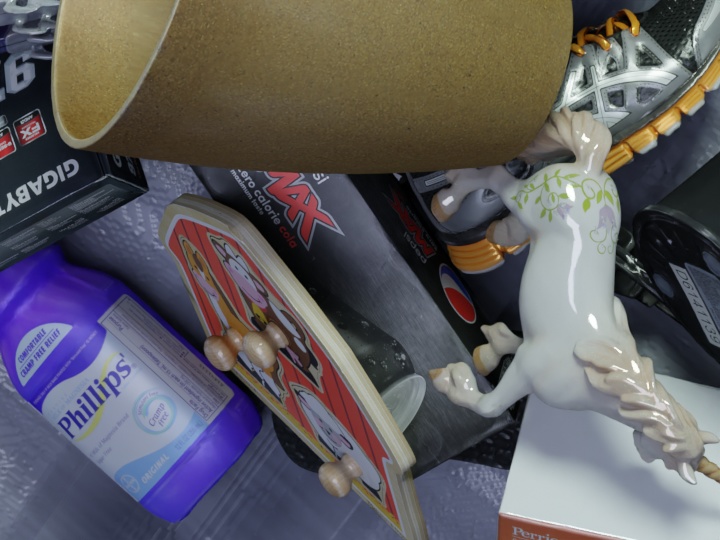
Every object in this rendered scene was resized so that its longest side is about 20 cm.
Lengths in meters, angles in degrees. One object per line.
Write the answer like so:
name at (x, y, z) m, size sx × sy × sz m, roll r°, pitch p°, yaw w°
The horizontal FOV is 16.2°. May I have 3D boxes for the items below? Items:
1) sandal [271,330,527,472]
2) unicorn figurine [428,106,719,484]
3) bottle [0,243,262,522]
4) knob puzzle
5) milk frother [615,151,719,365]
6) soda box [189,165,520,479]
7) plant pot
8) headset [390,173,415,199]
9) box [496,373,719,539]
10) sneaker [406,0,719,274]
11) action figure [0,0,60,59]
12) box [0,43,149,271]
sandal at (0.047, 0.066, 1.343) m, size 0.199 × 0.048 × 0.076 m, roll -4°, pitch 108°, yaw 28°
unicorn figurine at (0.096, 0.022, 1.162) m, size 0.137 × 0.074 × 0.202 m, roll -3°, pitch 102°, yaw 48°
bottle at (-0.148, 0.044, 1.367) m, size 0.200 × 0.065 × 0.084 m, roll 43°, pitch 116°, yaw -2°
knob puzzle at (-0.046, 0.041, 1.253) m, size 0.030 × 0.220 × 0.220 m, roll -38°, pitch 97°, yaw -15°
milk frother at (0.215, -0.041, 1.226) m, size 0.188 × 0.200 × 0.181 m, roll -40°, pitch 138°, yaw -14°
soda box at (0.000, 0.000, 1.249) m, size 0.070 × 0.063 × 0.201 m, roll -30°, pitch 104°, yaw 18°
plant pot at (-0.012, -0.117, 1.122) m, size 0.199 × 0.187 × 0.187 m, roll 16°, pitch 113°, yaw -22°
headset at (-0.018, -0.072, 1.308) m, size 0.123 × 0.094 × 0.201 m, roll 24°, pitch 97°, yaw -2°
box at (0.135, 0.148, 1.265) m, size 0.123 × 0.098 × 0.201 m, roll 11°, pitch 143°, yaw 10°
sneaker at (0.106, -0.086, 1.239) m, size 0.200 × 0.078 × 0.077 m, roll -41°, pitch 102°, yaw 3°
action figure at (-0.226, -0.119, 1.231) m, size 0.198 × 0.130 × 0.070 m, roll -12°, pitch 64°, yaw 1°
box at (-0.222, -0.072, 1.324) m, size 0.199 × 0.046 × 0.160 m, roll -26°, pitch 71°, yaw 19°
